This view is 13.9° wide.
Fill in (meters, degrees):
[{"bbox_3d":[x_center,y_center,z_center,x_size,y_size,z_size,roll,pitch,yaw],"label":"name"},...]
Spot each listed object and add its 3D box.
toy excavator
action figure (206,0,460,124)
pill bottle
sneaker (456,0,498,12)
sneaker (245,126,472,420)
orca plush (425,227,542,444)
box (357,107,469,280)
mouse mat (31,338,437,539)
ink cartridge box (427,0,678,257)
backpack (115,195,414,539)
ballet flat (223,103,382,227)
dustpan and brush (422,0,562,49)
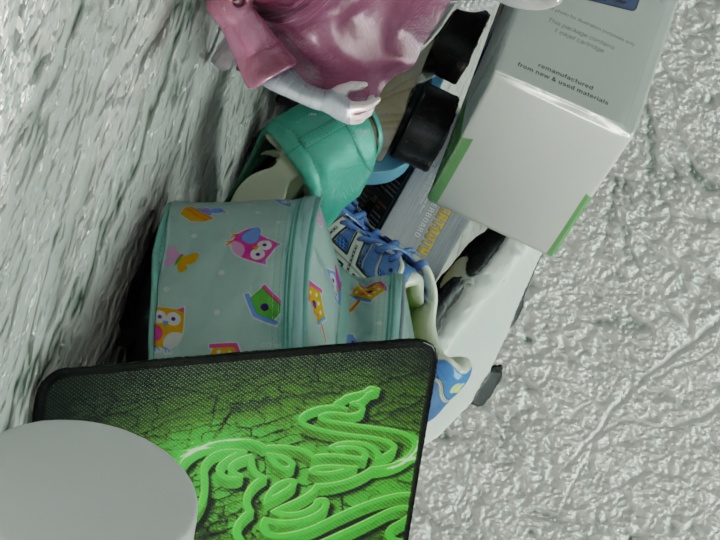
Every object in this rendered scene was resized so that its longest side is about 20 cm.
[{"bbox_3d":[0.003,-0.120,1.794,0.200,0.099,0.195,123,-10,-60],"label":"toy excavator"},{"bbox_3d":[-0.032,-0.149,1.372,0.200,0.148,0.135,18,93,-62],"label":"action figure"},{"bbox_3d":[-0.129,0.170,1.224,0.114,0.114,0.201,-63,168,-57],"label":"pill bottle"},{"bbox_3d":[0.046,-0.178,1.605,0.199,0.075,0.115,-29,-170,36],"label":"sneaker"},{"bbox_3d":[0.000,0.000,1.660,0.077,0.201,0.076,-33,165,27],"label":"sneaker"},{"bbox_3d":[0.052,0.012,1.811,0.105,0.071,0.201,32,79,-58],"label":"orca plush"},{"bbox_3d":[0.018,-0.035,1.849,0.159,0.048,0.200,-60,-166,4],"label":"box"},{"bbox_3d":[-0.063,0.108,1.374,0.008,0.199,0.162,-131,-137,-52],"label":"mouse mat"},{"bbox_3d":[0.120,-0.134,1.657,0.145,0.087,0.201,118,-4,-59],"label":"ink cartridge box"},{"bbox_3d":[-0.047,0.063,1.467,0.201,0.152,0.177,78,13,-45],"label":"backpack"},{"bbox_3d":[-0.054,-0.026,1.574,0.070,0.068,0.200,-23,160,-33],"label":"ballet flat"},{"bbox_3d":[0.029,-0.151,1.492,0.200,0.057,0.140,13,-96,58],"label":"dustpan and brush"}]
